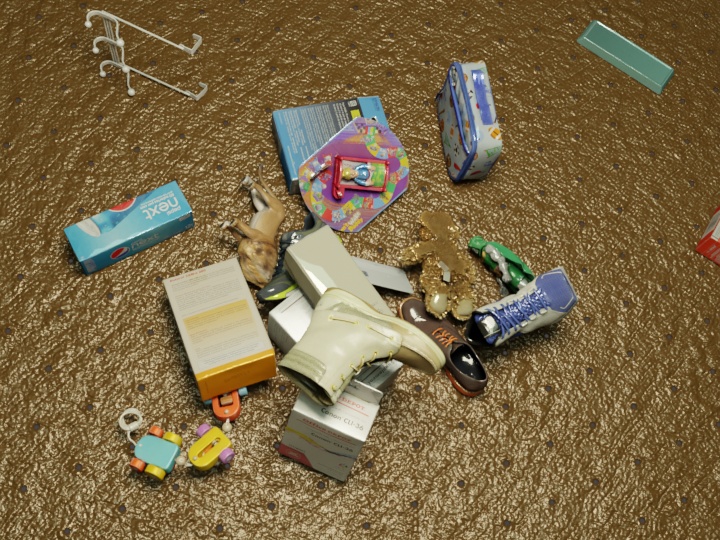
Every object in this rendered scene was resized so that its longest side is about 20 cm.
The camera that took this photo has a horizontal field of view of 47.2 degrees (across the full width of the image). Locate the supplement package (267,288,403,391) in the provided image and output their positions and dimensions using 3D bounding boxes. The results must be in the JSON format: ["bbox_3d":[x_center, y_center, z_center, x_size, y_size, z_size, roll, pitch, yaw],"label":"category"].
[{"bbox_3d":[-0.043,0.125,1.316,0.114,0.110,0.200,-38,77,-20],"label":"supplement package"}]

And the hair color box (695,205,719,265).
[{"bbox_3d":[0.732,-0.035,1.504,0.200,0.064,0.111,33,67,6],"label":"hair color box"}]

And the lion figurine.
[{"bbox_3d":[-0.167,-0.076,1.402,0.122,0.072,0.200,39,56,-27],"label":"lion figurine"}]

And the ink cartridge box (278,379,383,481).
[{"bbox_3d":[-0.046,0.227,1.220,0.116,0.200,0.068,23,52,3],"label":"ink cartridge box"}]

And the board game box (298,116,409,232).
[{"bbox_3d":[-0.004,-0.161,1.421,0.200,0.039,0.158,-41,108,-4],"label":"board game box"}]

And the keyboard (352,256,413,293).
[{"bbox_3d":[0.000,0.000,1.369,0.200,0.011,0.056,14,39,-30],"label":"keyboard"}]

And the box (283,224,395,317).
[{"bbox_3d":[-0.030,0.037,1.253,0.082,0.068,0.200,-30,76,-21],"label":"box"}]

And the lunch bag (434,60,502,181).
[{"bbox_3d":[0.193,-0.273,1.480,0.075,0.160,0.200,-6,70,-10],"label":"lunch bag"}]

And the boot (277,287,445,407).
[{"bbox_3d":[0.003,0.128,1.135,0.200,0.072,0.155,28,56,7],"label":"boot"}]

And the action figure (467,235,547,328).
[{"bbox_3d":[0.262,0.011,1.415,0.055,0.118,0.200,-40,69,-11],"label":"action figure"}]

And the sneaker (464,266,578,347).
[{"bbox_3d":[0.245,0.076,1.315,0.115,0.199,0.081,-18,77,-58],"label":"sneaker"}]

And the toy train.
[{"bbox_3d":[-0.263,0.247,1.274,0.200,0.056,0.150,-16,56,-8],"label":"toy train"}]

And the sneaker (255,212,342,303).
[{"bbox_3d":[-0.114,-0.019,1.361,0.081,0.074,0.200,55,48,-18],"label":"sneaker"}]

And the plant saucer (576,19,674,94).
[{"bbox_3d":[0.539,-0.436,1.668,0.200,0.019,0.070,35,68,9],"label":"plant saucer"}]

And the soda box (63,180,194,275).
[{"bbox_3d":[-0.384,-0.072,1.379,0.200,0.064,0.068,-27,74,-17],"label":"soda box"}]

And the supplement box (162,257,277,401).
[{"bbox_3d":[-0.223,0.090,1.304,0.126,0.074,0.200,-17,57,-14],"label":"supplement box"}]

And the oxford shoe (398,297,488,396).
[{"bbox_3d":[0.142,0.115,1.363,0.071,0.073,0.200,-39,77,-19],"label":"oxford shoe"}]

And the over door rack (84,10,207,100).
[{"bbox_3d":[-0.378,-0.369,1.454,0.200,0.148,0.067,15,65,0],"label":"over door rack"}]

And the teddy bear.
[{"bbox_3d":[0.136,-0.003,1.408,0.145,0.067,0.200,-13,67,-29],"label":"teddy bear"}]

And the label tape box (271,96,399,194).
[{"bbox_3d":[-0.047,-0.228,1.485,0.200,0.066,0.144,-12,71,-14],"label":"label tape box"}]
